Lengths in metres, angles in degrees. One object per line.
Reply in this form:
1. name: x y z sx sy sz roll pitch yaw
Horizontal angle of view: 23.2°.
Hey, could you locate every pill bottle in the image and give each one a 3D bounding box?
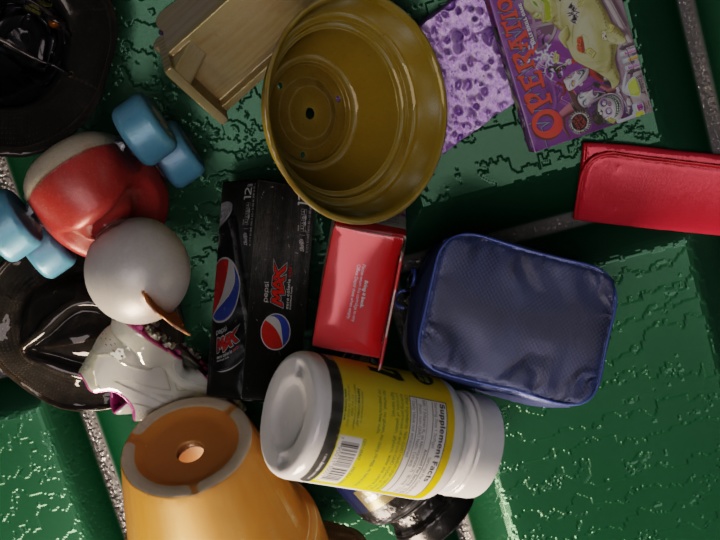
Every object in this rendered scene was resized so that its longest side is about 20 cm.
1. pill bottle: 0.021 0.143 1.558 0.199 0.114 0.115 13 110 -28
2. pill bottle: 0.015 0.170 1.680 0.112 0.112 0.200 -39 101 14

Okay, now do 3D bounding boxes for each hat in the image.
1. hat: -0.273 0.063 1.679 0.199 0.081 0.202 1 109 3
2. hat: -0.320 -0.196 1.581 0.199 0.081 0.203 3 82 -18

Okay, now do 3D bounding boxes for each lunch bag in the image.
1. lunch bag: 0.128 0.047 1.621 0.198 0.132 0.137 16 85 -2

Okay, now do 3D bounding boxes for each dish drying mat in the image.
1. dish drying mat: 0.302 -0.073 1.633 0.198 0.018 0.077 6 109 1

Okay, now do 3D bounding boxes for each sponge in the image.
1. sponge: 0.078 -0.176 1.608 0.199 0.030 0.112 -35 103 12

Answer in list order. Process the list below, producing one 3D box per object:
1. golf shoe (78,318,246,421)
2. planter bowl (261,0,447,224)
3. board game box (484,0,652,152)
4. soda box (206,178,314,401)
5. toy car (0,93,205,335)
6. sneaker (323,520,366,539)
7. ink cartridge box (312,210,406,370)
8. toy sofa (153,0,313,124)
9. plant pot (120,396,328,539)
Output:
1. golf shoe: -0.188 0.110 1.661 0.092 0.075 0.200 -46 131 2
2. planter bowl: -0.024 -0.140 1.540 0.199 0.083 0.202 0 90 -37
3. board game box: 0.179 -0.219 1.565 0.119 0.032 0.202 -19 101 -3
4. soda box: -0.092 0.019 1.617 0.070 0.063 0.202 7 86 -37
5. toy car: -0.206 -0.017 1.571 0.184 0.177 0.201 -33 75 4
6. sneaker: -0.085 0.315 1.754 0.198 0.071 0.114 -4 104 13
7. ink cartridge box: 0.000 0.000 1.579 0.067 0.200 0.117 10 108 -2
8. toy sofa: -0.089 -0.238 1.581 0.200 0.098 0.083 -40 126 14
9. plant pot: -0.141 0.226 1.633 0.198 0.201 0.184 -9 130 6
